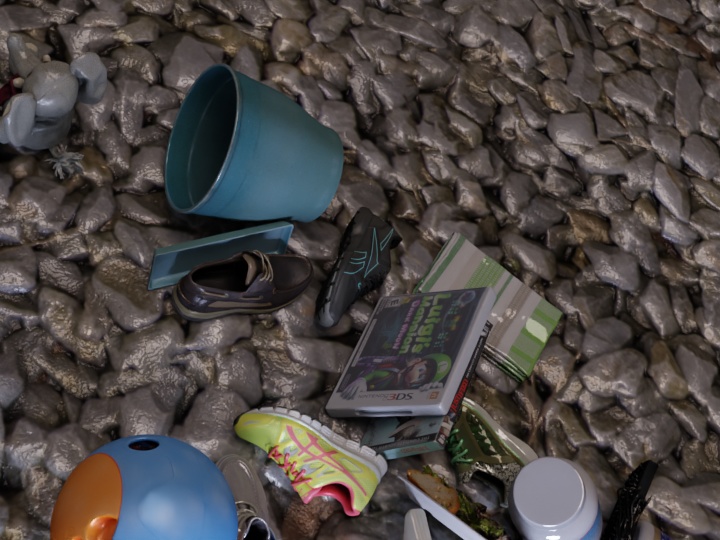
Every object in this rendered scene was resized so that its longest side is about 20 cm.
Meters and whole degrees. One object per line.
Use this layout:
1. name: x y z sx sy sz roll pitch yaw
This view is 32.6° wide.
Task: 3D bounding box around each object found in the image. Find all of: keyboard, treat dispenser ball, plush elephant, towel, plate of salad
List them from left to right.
1. plush elephant: -0.416 -0.228 1.574 0.200 0.155 0.165 45 54 8
2. treat dispenser ball: -0.231 0.277 1.320 0.200 0.201 0.202 11 57 -17
3. plate of salad: 0.129 0.296 1.475 0.200 0.200 0.048 36 83 1
4. towel: 0.183 0.047 1.745 0.200 0.031 0.149 36 54 0
5. keyboard: 0.331 0.318 1.597 0.040 0.104 0.200 35 52 -1

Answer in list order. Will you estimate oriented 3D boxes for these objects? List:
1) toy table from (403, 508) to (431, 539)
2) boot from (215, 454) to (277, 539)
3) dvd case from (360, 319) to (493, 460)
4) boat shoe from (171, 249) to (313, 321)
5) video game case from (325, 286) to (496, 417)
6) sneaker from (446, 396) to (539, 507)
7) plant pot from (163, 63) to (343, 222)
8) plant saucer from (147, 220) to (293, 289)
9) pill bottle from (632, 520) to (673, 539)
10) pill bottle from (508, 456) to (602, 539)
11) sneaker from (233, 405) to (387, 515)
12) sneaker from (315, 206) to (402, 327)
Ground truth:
1. toy table: 0.070 0.384 1.439 0.199 0.117 0.184 -14 67 -28
2. boot: -0.126 0.295 1.420 0.073 0.096 0.201 -1 61 -24
3. dvd case: 0.082 0.153 1.571 0.022 0.146 0.200 44 51 -24
4. boat shoe: -0.144 0.014 1.597 0.199 0.073 0.075 -16 68 -30
5. video game case: 0.065 0.104 1.581 0.023 0.181 0.200 56 45 -32
6. sneaker: 0.142 0.231 1.594 0.200 0.077 0.089 35 62 3
7. plant pot: -0.134 -0.150 1.640 0.187 0.200 0.201 16 54 -33
8. plant saucer: -0.184 -0.023 1.607 0.199 0.070 0.019 -15 56 -30
9. pill bottle: 0.406 0.420 1.562 0.200 0.116 0.116 37 53 1
10. pill bottle: 0.238 0.290 1.505 0.108 0.200 0.109 -5 67 12
11. sneaker: -0.067 0.233 1.498 0.199 0.078 0.091 24 61 -6
12. sneaker: 0.000 0.000 1.668 0.079 0.075 0.201 29 54 -8
